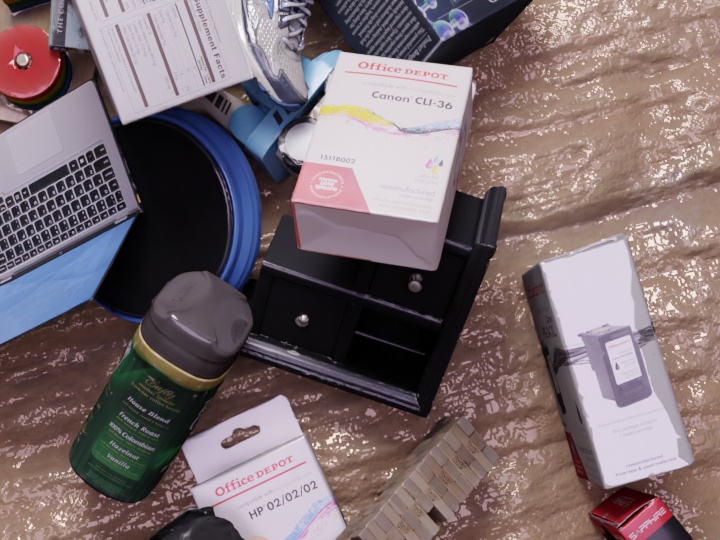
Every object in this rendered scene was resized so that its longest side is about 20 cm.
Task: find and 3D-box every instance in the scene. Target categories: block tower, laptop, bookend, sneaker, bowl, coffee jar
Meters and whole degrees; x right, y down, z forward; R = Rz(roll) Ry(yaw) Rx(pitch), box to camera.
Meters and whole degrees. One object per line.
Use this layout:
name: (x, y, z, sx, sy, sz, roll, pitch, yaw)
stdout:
block tower: (0.041, 0.210, 1.084, 0.054, 0.058, 0.200, 48, 59, -6)
laptop: (-0.297, -0.039, 1.076, 0.186, 0.116, 0.201, -23, 84, 25)
bookend: (0.000, 0.000, 1.072, 0.197, 0.092, 0.201, 19, 127, 0)
sneaker: (-0.073, -0.238, 1.068, 0.085, 0.077, 0.201, -19, 83, 16)
bowl: (-0.185, -0.047, 1.113, 0.199, 0.039, 0.202, 3, 97, 22)
coffee jar: (-0.169, 0.098, 1.065, 0.085, 0.104, 0.201, 32, 119, -2)

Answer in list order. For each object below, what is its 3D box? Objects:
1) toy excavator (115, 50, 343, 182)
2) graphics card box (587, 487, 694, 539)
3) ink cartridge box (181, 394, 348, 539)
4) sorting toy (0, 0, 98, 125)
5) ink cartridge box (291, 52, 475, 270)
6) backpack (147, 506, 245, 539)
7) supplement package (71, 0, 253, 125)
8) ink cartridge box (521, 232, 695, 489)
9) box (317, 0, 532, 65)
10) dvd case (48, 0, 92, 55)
toy excavator: (-0.100, -0.144, 1.150, 0.200, 0.100, 0.195, 39, 85, 17)
graphics card box: (0.291, 0.284, 1.089, 0.051, 0.125, 0.200, -37, 85, -5)
ink cartridge box: (-0.077, 0.224, 1.114, 0.114, 0.068, 0.201, -25, 85, -4)
sorting toy: (-0.338, -0.245, 1.156, 0.197, 0.070, 0.202, 12, 84, 0)
ink cartridge box: (0.025, -0.106, 1.000, 0.116, 0.068, 0.201, 9, 55, 9)
backpack: (-0.182, 0.307, 1.044, 0.127, 0.200, 0.167, 52, 41, 7)
supplement package: (-0.176, -0.218, 1.019, 0.110, 0.200, 0.157, -22, 106, -8)
ink cartridge box: (0.212, 0.080, 1.097, 0.083, 0.145, 0.202, -16, 85, 0)
box: (0.040, -0.284, 1.123, 0.148, 0.107, 0.201, -34, 86, -34)
dvd case: (-0.182, -0.263, 1.146, 0.198, 0.022, 0.147, 5, 88, -21)
